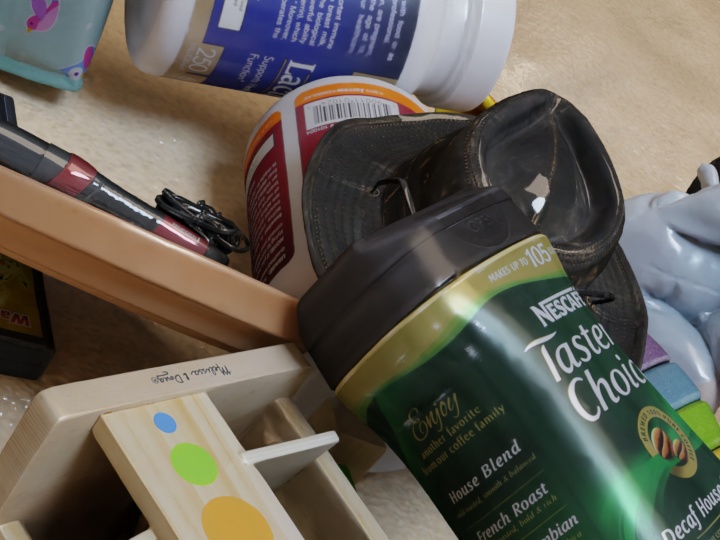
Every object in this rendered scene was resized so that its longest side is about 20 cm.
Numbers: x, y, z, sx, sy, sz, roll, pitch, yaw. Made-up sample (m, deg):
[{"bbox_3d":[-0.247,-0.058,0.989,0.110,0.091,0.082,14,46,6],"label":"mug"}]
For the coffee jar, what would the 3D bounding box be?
[{"bbox_3d":[0.068,0.064,0.584,0.200,0.085,0.104,52,39,9],"label":"coffee jar"}]

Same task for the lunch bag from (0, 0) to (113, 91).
[{"bbox_3d":[-0.178,-0.227,0.853,0.121,0.171,0.201,13,37,-14],"label":"lunch bag"}]

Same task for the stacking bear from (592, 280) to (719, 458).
[{"bbox_3d":[0.142,0.117,0.779,0.121,0.114,0.201,-28,77,-13],"label":"stacking bear"}]

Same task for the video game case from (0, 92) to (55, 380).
[{"bbox_3d":[-0.241,-0.042,0.691,0.199,0.026,0.181,16,37,-33],"label":"video game case"}]

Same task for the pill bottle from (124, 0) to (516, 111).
[{"bbox_3d":[-0.022,-0.151,0.863,0.199,0.116,0.116,7,40,-22],"label":"pill bottle"}]

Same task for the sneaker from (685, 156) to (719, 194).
[{"bbox_3d":[0.298,0.015,1.112,0.115,0.076,0.201,23,44,-29],"label":"sneaker"}]

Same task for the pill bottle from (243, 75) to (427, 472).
[{"bbox_3d":[0.000,0.000,0.789,0.112,0.113,0.201,21,35,-23],"label":"pill bottle"}]

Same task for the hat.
[{"bbox_3d":[0.068,-0.032,0.707,0.200,0.081,0.201,18,39,-15],"label":"hat"}]

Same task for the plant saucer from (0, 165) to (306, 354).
[{"bbox_3d":[-0.103,-0.006,0.650,0.199,0.032,0.200,24,-2,1],"label":"plant saucer"}]

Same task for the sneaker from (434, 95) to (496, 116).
[{"bbox_3d":[0.058,-0.025,0.892,0.077,0.073,0.201,46,30,-34],"label":"sneaker"}]

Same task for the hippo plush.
[{"bbox_3d":[0.223,0.010,0.981,0.161,0.199,0.160,-4,92,-61],"label":"hippo plush"}]

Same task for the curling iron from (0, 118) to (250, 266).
[{"bbox_3d":[-0.146,-0.048,0.756,0.199,0.026,0.050,24,11,-19],"label":"curling iron"}]

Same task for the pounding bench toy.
[{"bbox_3d":[-0.028,0.128,0.580,0.199,0.124,0.156,-8,53,-49],"label":"pounding bench toy"}]
